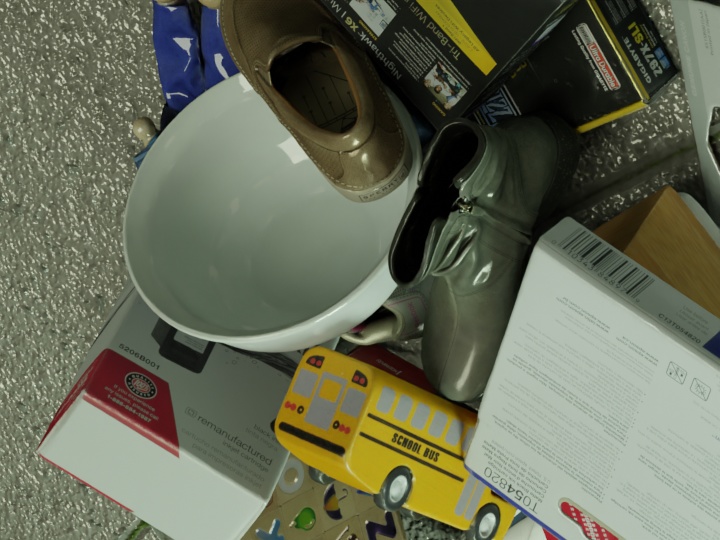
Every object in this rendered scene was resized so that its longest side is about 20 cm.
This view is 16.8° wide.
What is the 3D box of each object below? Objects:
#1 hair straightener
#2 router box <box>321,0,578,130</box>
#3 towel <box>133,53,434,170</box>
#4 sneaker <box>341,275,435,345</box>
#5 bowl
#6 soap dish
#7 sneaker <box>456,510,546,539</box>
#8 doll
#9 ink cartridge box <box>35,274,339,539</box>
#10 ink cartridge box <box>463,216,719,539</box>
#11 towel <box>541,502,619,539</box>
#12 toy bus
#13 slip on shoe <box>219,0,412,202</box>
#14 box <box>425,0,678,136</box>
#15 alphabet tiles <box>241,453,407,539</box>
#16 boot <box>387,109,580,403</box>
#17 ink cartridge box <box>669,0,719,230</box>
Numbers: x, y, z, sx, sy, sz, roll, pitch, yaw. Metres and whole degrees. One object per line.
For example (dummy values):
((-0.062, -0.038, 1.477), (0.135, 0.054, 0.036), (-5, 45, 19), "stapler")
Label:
((0.063, 0.114, 1.666), (0.200, 0.041, 0.077), (21, 131, 43), "hair straightener")
((0.031, -0.199, 1.425), (0.200, 0.052, 0.157), (49, 144, 3), "router box")
((-0.047, -0.084, 1.606), (0.200, 0.049, 0.112), (-34, 105, 30), "towel")
((0.000, 0.000, 1.620), (0.200, 0.088, 0.082), (7, 123, 55), "sneaker")
((-0.041, -0.025, 1.521), (0.200, 0.202, 0.090), (13, 157, 31), "bowl")
((0.171, 0.054, 1.530), (0.158, 0.081, 0.200), (53, 142, -2), "soap dish")
((0.117, 0.191, 1.686), (0.080, 0.076, 0.200), (40, 137, -4), "sneaker")
((-0.095, -0.103, 1.668), (0.136, 0.048, 0.201), (10, 124, 24), "doll")
((-0.110, 0.074, 1.656), (0.145, 0.200, 0.083), (31, 132, -8), "ink cartridge box")
((0.166, 0.097, 1.441), (0.199, 0.041, 0.200), (36, 136, 19), "ink cartridge box")
((0.171, 0.114, 1.496), (0.200, 0.022, 0.145), (-4, 115, 44), "towel")
((0.030, 0.114, 1.539), (0.065, 0.200, 0.079), (18, 85, 38), "toy bus")
((-0.035, -0.125, 1.483), (0.200, 0.076, 0.061), (61, -174, 37), "slip on shoe")
((0.079, -0.171, 1.492), (0.159, 0.049, 0.200), (-19, 105, 45), "box")
((-0.052, 0.183, 1.728), (0.200, 0.006, 0.167), (-32, 64, 34), "alphabet tiles")
((0.053, -0.006, 1.461), (0.068, 0.130, 0.201), (29, 113, 28), "boot")
((0.266, -0.064, 1.424), (0.173, 0.043, 0.201), (27, 137, 55), "ink cartridge box")
